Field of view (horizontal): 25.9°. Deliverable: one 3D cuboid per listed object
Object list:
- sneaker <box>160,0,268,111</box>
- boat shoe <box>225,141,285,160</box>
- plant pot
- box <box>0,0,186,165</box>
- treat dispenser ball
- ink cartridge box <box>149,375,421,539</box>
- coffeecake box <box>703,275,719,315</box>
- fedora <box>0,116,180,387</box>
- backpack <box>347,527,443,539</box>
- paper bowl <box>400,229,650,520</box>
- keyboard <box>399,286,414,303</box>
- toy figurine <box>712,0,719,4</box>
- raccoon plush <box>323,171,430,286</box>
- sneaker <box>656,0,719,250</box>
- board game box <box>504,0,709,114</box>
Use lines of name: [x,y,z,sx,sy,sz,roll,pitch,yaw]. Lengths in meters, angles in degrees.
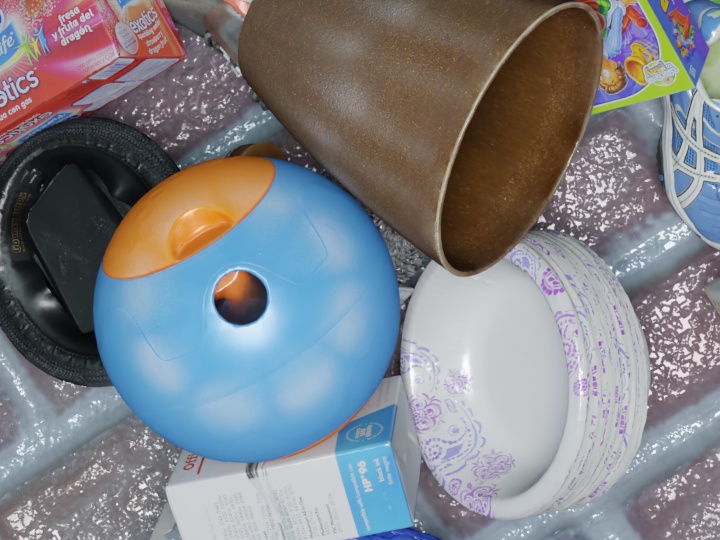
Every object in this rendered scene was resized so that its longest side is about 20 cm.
sneaker: [-0.077,-0.164,1.182,0.200,0.077,0.082,21,101,8]
boat shoe: [-0.099,0.002,1.189,0.070,0.070,0.201,2,84,47]
plant pot: [0.024,-0.122,1.025,0.200,0.187,0.187,28,94,25]
box: [-0.244,-0.155,1.161,0.200,0.100,0.096,-26,86,25]
treat dispenser ball: [-0.074,0.025,1.027,0.200,0.201,0.201,0,91,7]
ink cartridge box: [-0.063,0.144,1.103,0.199,0.116,0.068,-13,108,9]
coffeecake box: [0.314,0.059,1.071,0.073,0.200,0.154,-33,87,6]
fedora: [-0.189,-0.013,1.182,0.200,0.092,0.201,-1,87,15]
backpack: [-0.022,0.260,1.141,0.199,0.163,0.168,13,65,8]
paper bowl: [0.125,0.071,1.114,0.104,0.200,0.201,-3,91,-34]
keyboard: [-0.040,0.077,1.161,0.200,0.056,0.011,-46,71,23]
toy figurine: [0.328,-0.228,1.074,0.200,0.184,0.150,-39,86,7]
raccoon plush: [0.000,0.000,1.140,0.097,0.134,0.200,16,96,2]
sneaker: [0.254,-0.098,1.118,0.076,0.077,0.200,-24,109,-10]
board game box: [0.118,-0.167,1.078,0.200,0.045,0.135,-12,127,38]
